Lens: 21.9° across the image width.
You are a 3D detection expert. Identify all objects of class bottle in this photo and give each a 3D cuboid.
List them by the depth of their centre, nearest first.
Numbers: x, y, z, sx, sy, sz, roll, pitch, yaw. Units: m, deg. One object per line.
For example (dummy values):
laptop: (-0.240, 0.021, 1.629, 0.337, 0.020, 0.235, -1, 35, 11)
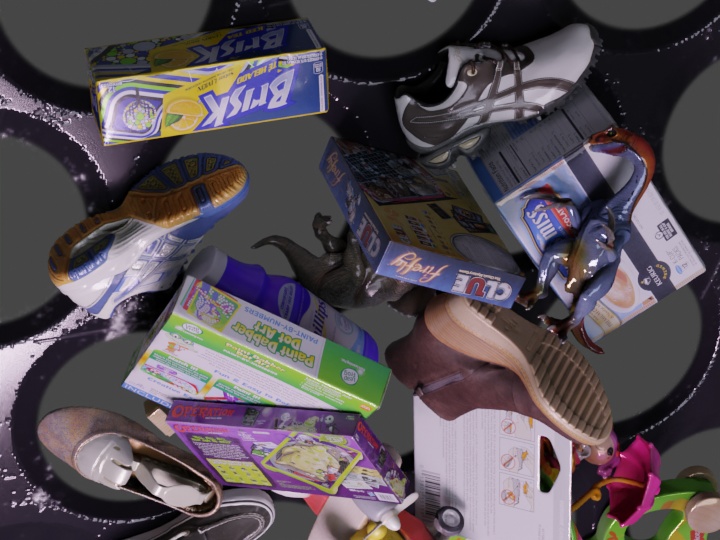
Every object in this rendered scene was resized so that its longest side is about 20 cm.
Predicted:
bottle: (-0.072, 0.049, 1.704, 0.200, 0.084, 0.065, 37, 132, -26)

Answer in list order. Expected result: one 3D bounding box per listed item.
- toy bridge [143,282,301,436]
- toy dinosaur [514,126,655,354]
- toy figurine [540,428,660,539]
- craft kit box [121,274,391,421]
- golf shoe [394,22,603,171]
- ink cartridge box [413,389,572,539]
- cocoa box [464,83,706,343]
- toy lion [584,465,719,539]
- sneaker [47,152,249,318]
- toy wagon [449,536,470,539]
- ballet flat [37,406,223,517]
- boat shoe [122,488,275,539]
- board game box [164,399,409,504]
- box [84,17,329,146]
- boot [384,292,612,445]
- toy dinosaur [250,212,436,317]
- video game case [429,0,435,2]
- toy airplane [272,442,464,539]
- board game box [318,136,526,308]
toy bridge: (-0.110, 0.093, 1.781, 0.200, 0.027, 0.067, -38, 123, 6)
toy dinosaur: (0.203, -0.036, 1.641, 0.182, 0.105, 0.200, -50, 153, 8)
toy figurine: (0.220, 0.206, 1.904, 0.184, 0.200, 0.150, -19, 171, -34)
craft kit box: (-0.098, 0.096, 1.669, 0.200, 0.049, 0.198, 26, 154, -10)
golf shoe: (0.122, -0.174, 1.673, 0.200, 0.078, 0.095, -34, 123, 2)
ink cartridge box: (0.134, 0.169, 1.809, 0.044, 0.173, 0.201, -30, 124, -54)
cocoa box: (0.203, -0.061, 1.729, 0.131, 0.133, 0.200, -34, 123, 6)
toy lion: (0.304, 0.321, 2.032, 0.191, 0.069, 0.201, -9, 121, -4)
sneaker: (-0.179, -0.031, 1.671, 0.200, 0.075, 0.088, -28, 135, 8)
toy wagon: (0.090, 0.307, 1.962, 0.155, 0.040, 0.200, 36, 104, -31)
ballet flat: (-0.213, 0.185, 1.778, 0.200, 0.067, 0.068, 22, 110, -27)
boat shoe: (-0.173, 0.284, 1.849, 0.200, 0.064, 0.071, -25, 123, -3)
board game box: (-0.066, 0.165, 1.695, 0.199, 0.032, 0.120, 3, 150, 29)
box: (-0.131, -0.163, 1.601, 0.199, 0.070, 0.064, -10, 124, -12)
boot: (0.127, 0.106, 1.731, 0.200, 0.072, 0.166, 44, 146, 0)
toy dinosaur: (0.000, 0.000, 1.735, 0.199, 0.077, 0.103, -3, 113, -20)
video game case: (0.070, -0.356, 1.584, 0.182, 0.023, 0.200, -40, 124, 7)
toy airplane: (-0.014, 0.252, 1.801, 0.199, 0.141, 0.200, -3, 124, 34)
board game box: (0.051, -0.045, 1.650, 0.135, 0.200, 0.035, 15, 115, -24)
